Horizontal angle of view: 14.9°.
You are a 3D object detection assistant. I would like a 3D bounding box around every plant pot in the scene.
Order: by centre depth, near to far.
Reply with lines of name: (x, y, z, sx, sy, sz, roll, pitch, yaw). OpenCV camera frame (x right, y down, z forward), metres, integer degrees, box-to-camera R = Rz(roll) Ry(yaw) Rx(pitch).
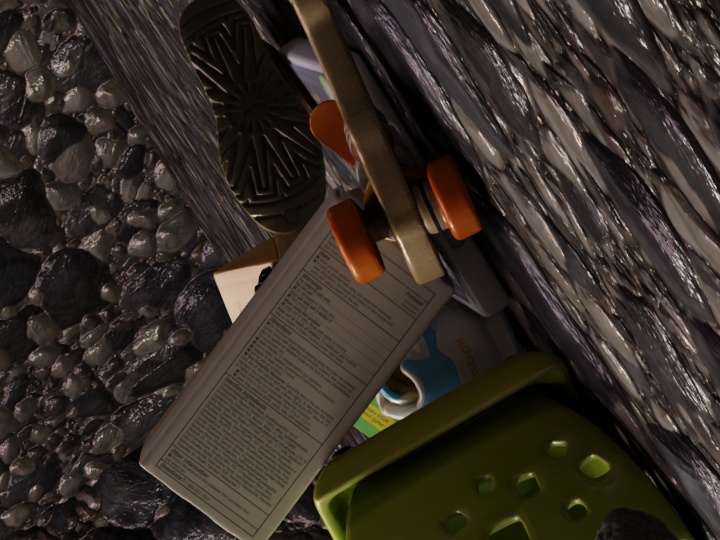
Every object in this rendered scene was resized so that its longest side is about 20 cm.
plant pot: (0.090, 0.179, 1.643, 0.182, 0.198, 0.200, 60, 178, 34)

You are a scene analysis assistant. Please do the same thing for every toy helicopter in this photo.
toy helicopter: (0.004, -0.086, 1.584, 0.132, 0.078, 0.201, 31, -145, -82)

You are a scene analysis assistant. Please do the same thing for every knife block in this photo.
knife block: (0.000, 0.000, 1.794, 0.175, 0.200, 0.064, -10, 106, 44)

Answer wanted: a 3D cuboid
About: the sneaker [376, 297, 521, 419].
sneaker: (0.037, 0.055, 1.795, 0.077, 0.080, 0.200, 69, 164, -4)

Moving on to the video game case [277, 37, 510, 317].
video game case: (0.018, -0.062, 1.743, 0.183, 0.023, 0.200, 58, 175, -12)

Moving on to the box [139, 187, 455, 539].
box: (-0.038, 0.057, 1.654, 0.095, 0.200, 0.078, 38, -175, -6)

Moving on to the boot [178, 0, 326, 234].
boot: (-0.058, -0.096, 1.872, 0.200, 0.066, 0.176, 48, -158, -80)

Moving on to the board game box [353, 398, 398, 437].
board game box: (0.047, 0.111, 1.941, 0.200, 0.029, 0.135, 37, -169, -32)

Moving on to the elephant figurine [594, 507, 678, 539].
elephant figurine: (0.197, 0.171, 1.019, 0.141, 0.154, 0.202, -26, 69, 51)
